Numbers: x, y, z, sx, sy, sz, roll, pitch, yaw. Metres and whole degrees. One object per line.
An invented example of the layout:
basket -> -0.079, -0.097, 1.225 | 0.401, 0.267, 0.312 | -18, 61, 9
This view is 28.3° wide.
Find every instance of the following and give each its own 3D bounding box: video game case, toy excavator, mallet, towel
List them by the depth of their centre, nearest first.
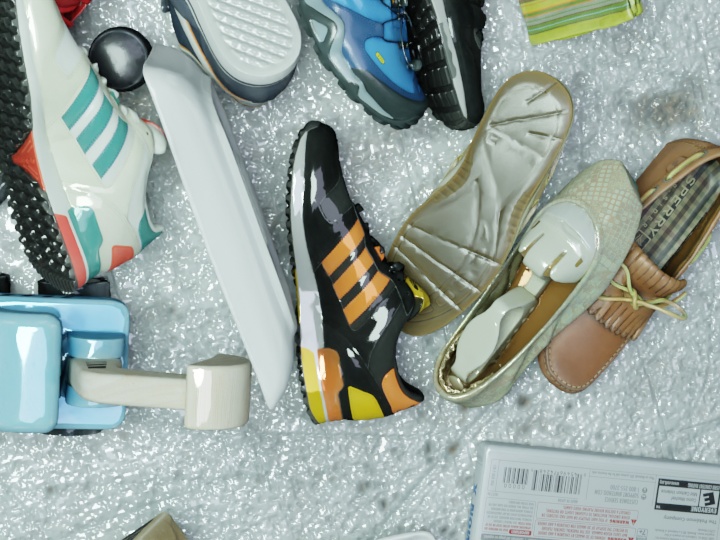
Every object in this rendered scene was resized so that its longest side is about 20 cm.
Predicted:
toy excavator -> -0.170, 0.062, 0.854 | 0.193, 0.200, 0.101 | 3, 95, -12
mallet -> -0.206, -0.080, 0.922 | 0.041, 0.066, 0.200 | 43, 100, -9
towel -> 0.119, -0.253, 0.950 | 0.018, 0.086, 0.201 | -35, 108, -51
video game case -> 0.168, 0.223, 1.034 | 0.198, 0.022, 0.184 | 7, 93, -13

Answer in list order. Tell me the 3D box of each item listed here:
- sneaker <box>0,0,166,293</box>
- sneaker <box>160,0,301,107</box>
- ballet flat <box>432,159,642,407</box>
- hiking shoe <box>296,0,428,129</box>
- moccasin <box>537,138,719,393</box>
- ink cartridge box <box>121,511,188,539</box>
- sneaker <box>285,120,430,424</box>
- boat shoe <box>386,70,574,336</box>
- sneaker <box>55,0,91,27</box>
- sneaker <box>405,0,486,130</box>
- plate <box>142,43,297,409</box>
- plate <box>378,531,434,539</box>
sneaker -> -0.169, -0.092, 0.857 | 0.093, 0.070, 0.201 | -26, 117, -35
sneaker -> -0.097, -0.197, 0.915 | 0.078, 0.079, 0.201 | -15, 76, -14
ballet flat -> 0.117, 0.013, 0.952 | 0.067, 0.062, 0.201 | 39, 106, 24
hiking shoe -> 0.003, -0.187, 0.886 | 0.086, 0.074, 0.201 | -23, 97, 22
moccasin -> 0.194, -0.001, 0.989 | 0.074, 0.078, 0.202 | 43, 86, -13
ink cartridge box -> -0.136, 0.284, 0.910 | 0.164, 0.075, 0.201 | -35, 92, 12
sneaker -> 0.000, 0.000, 0.943 | 0.089, 0.070, 0.202 | -3, 98, 2
boat shoe -> 0.084, -0.043, 0.962 | 0.074, 0.066, 0.201 | 39, 109, 10
sneaker -> -0.191, -0.165, 0.867 | 0.115, 0.078, 0.202 | 11, 95, 29
sneaker -> 0.066, -0.197, 0.949 | 0.087, 0.076, 0.201 | -18, 99, -16
plate -> -0.079, -0.039, 0.857 | 0.032, 0.200, 0.201 | -21, 104, -1
plate -> -0.033, 0.290, 0.983 | 0.198, 0.032, 0.201 | -10, 98, -10
